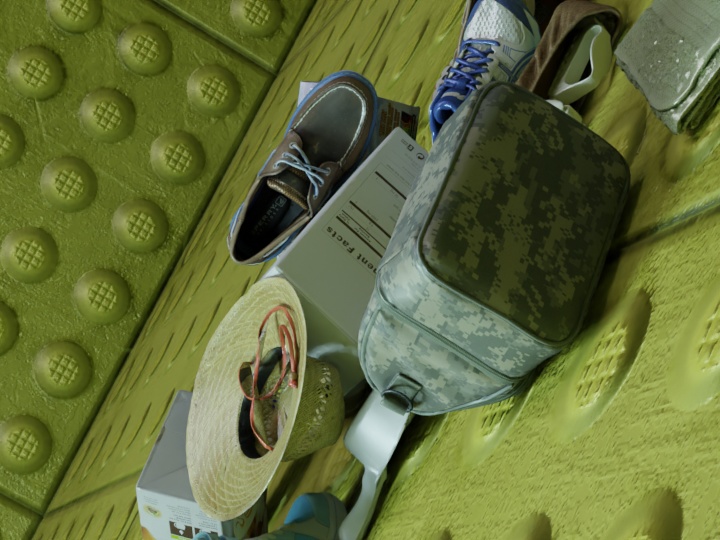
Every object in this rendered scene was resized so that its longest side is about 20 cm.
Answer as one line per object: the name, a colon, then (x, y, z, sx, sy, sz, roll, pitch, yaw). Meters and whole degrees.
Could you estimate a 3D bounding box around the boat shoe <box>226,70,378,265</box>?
boat shoe: (-0.050, -0.081, 1.615, 0.201, 0.072, 0.072, -58, 3, 22)

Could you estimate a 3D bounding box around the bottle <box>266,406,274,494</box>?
bottle: (-0.114, 0.151, 1.780, 0.084, 0.065, 0.201, -120, 37, -74)

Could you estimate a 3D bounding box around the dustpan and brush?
dustpan and brush: (0.017, 0.137, 1.478, 0.201, 0.057, 0.140, -57, -2, -16)

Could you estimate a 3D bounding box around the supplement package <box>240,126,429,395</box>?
supplement package: (0.000, 0.000, 1.588, 0.200, 0.120, 0.121, -50, 3, -35)

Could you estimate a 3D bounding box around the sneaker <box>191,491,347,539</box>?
sneaker: (-0.084, 0.224, 1.467, 0.080, 0.130, 0.200, -55, 12, 31)

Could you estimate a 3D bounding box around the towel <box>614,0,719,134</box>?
towel: (0.241, -0.180, 1.307, 0.149, 0.036, 0.200, -56, 12, 14)

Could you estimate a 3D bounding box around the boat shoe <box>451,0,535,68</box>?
boat shoe: (0.107, -0.172, 1.644, 0.064, 0.071, 0.202, 24, -111, -61)

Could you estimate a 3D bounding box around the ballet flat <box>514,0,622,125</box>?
ballet flat: (0.163, -0.142, 1.522, 0.072, 0.068, 0.201, -4, 50, 53)

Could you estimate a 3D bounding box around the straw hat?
straw hat: (-0.058, 0.110, 1.495, 0.201, 0.085, 0.202, -33, 51, 51)

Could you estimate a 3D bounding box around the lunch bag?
lunch bag: (0.082, -0.009, 1.305, 0.168, 0.139, 0.201, -44, 18, 52)

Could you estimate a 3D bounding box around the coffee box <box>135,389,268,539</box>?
coffee box: (-0.135, 0.217, 1.624, 0.201, 0.079, 0.115, 90, -164, -45)

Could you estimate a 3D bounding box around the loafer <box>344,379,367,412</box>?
loafer: (-0.032, 0.104, 1.746, 0.200, 0.075, 0.070, -132, 35, -75)

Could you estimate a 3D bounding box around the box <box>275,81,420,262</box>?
box: (-0.012, -0.065, 1.726, 0.040, 0.137, 0.202, 7, 88, 40)

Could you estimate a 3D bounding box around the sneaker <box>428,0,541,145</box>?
sneaker: (0.101, -0.145, 1.552, 0.075, 0.088, 0.201, -3, 75, 35)

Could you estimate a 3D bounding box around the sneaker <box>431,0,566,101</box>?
sneaker: (0.131, -0.190, 1.713, 0.201, 0.078, 0.082, -59, 12, 6)
